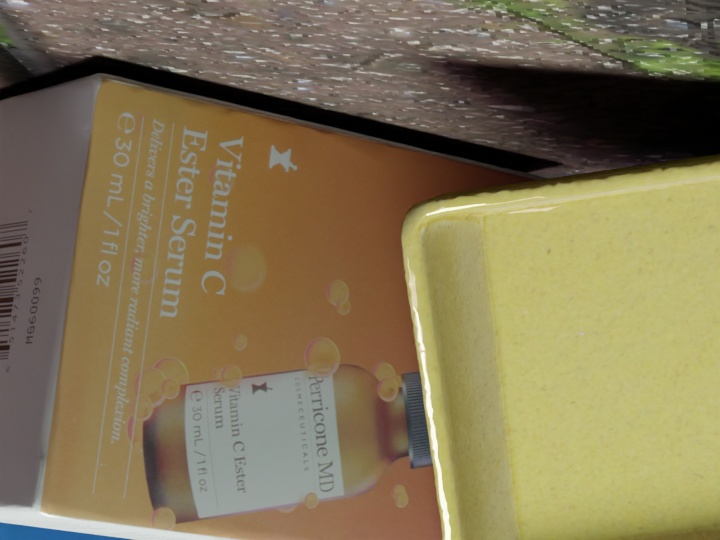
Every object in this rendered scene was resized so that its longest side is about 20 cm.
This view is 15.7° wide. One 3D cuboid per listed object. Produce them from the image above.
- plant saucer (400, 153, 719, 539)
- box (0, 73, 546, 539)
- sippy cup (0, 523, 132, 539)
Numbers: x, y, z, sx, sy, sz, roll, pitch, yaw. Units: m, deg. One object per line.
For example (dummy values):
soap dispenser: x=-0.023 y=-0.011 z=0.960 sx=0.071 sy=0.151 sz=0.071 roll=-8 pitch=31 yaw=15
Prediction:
plant saucer: x=0.120 y=0.037 z=0.888 sx=0.200 sy=0.200 sz=0.048 roll=-8 pitch=-147 yaw=0
box: x=-0.041 y=0.026 z=0.948 sx=0.200 sy=0.152 sz=0.106 roll=10 pitch=171 yaw=-31
sippy cup: x=-0.095 y=0.095 z=1.082 sx=0.140 sy=0.178 sz=0.130 roll=18 pitch=176 yaw=16
